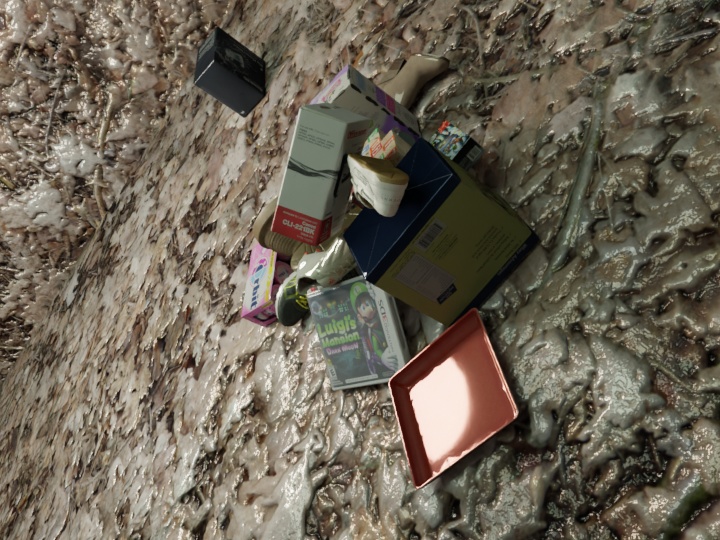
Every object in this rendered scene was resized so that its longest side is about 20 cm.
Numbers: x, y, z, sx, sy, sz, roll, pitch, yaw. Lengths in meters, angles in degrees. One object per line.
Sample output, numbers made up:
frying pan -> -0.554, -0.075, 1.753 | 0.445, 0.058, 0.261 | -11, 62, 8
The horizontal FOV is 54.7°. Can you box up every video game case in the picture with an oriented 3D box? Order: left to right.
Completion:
video game case -> -0.005, 0.107, 1.195 | 0.199, 0.023, 0.184 | -19, 86, 47

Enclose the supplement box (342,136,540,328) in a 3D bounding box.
supplement box -> 0.120, -0.051, 1.064 | 0.200, 0.199, 0.135 | -50, 33, 17

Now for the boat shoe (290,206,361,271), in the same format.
boat shoe -> -0.047, -0.051, 1.369 | 0.200, 0.063, 0.073 | -36, 38, 9

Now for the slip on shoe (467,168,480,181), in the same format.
slip on shoe -> 0.156, -0.154, 1.219 | 0.076, 0.060, 0.200 | -56, 23, -3

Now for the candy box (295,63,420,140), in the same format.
candy box -> -0.005, -0.290, 1.410 | 0.167, 0.199, 0.072 | -36, 41, 32

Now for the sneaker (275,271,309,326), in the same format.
sneaker -> -0.105, 0.030, 1.426 | 0.201, 0.074, 0.085 | -60, 34, 2

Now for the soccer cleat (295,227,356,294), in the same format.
soccer cleat -> -0.039, -0.013, 1.183 | 0.199, 0.069, 0.078 | -25, 44, 44

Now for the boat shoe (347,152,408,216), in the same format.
boat shoe -> 0.016, -0.125, 1.013 | 0.200, 0.070, 0.070 | -117, 35, -69

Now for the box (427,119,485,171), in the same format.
box -> 0.110, -0.152, 1.175 | 0.200, 0.040, 0.137 | -50, 23, 10

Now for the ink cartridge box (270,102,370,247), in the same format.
ink cartridge box -> -0.061, -0.157, 1.117 | 0.144, 0.083, 0.202 | -44, -29, -69

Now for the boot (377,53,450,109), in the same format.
boot -> 0.097, -0.373, 1.464 | 0.199, 0.070, 0.148 | 19, 88, 58

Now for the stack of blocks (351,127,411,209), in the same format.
stack of blocks -> 0.039, -0.185, 1.235 | 0.115, 0.058, 0.201 | -47, 21, 19

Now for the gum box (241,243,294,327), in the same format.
gum box -> -0.200, 0.020, 1.569 | 0.113, 0.066, 0.202 | -30, 45, 41

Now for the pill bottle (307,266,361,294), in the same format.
pill bottle -> 0.000, 0.000, 1.272 | 0.199, 0.110, 0.112 | -32, 43, 38

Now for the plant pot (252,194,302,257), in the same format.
plant pot -> -0.118, -0.092, 1.466 | 0.201, 0.200, 0.093 | -45, 69, 24

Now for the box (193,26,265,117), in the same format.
box -> -0.412, -0.629, 2.213 | 0.117, 0.196, 0.201 | -36, 41, 31

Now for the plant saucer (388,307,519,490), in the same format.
plant saucer -> 0.136, 0.189, 1.018 | 0.200, 0.037, 0.201 | -44, 36, 25

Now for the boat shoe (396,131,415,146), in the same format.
boat shoe -> 0.074, -0.169, 1.344 | 0.091, 0.070, 0.202 | -45, 34, 42
